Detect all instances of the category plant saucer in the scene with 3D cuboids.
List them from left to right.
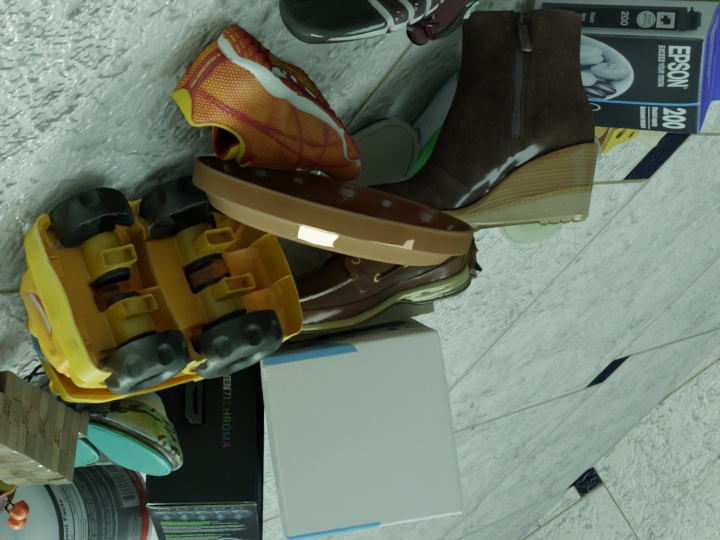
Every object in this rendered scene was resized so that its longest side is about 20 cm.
[{"bbox_3d":[-0.020,-0.040,0.923,0.199,0.198,0.033,0,107,-59],"label":"plant saucer"}]

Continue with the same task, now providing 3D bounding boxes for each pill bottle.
[{"bbox_3d":[-0.284,0.225,1.173,0.116,0.116,0.199,-46,158,21],"label":"pill bottle"}]

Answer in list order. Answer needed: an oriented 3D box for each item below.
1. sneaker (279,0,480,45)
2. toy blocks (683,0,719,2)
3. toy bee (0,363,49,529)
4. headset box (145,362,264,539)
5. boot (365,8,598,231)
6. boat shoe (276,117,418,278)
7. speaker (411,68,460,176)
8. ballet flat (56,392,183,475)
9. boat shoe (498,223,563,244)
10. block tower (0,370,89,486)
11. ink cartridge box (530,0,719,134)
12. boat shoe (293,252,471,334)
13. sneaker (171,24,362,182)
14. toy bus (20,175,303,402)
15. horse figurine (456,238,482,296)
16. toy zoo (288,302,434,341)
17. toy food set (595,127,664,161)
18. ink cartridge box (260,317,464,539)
[{"bbox_3d":[0.028,-0.179,0.905,0.199,0.076,0.116,-30,161,-23],"label":"sneaker"},{"bbox_3d":[0.324,-0.267,1.210,0.200,0.100,0.137,-43,171,16],"label":"toy blocks"},{"bbox_3d":[-0.300,0.151,1.000,0.199,0.109,0.131,-32,160,-13],"label":"toy bee"},{"bbox_3d":[-0.130,0.145,1.152,0.091,0.176,0.201,0,154,-3],"label":"headset box"},{"bbox_3d":[0.085,-0.116,1.050,0.197,0.169,0.072,-4,176,0],"label":"boot"},{"bbox_3d":[-0.029,-0.055,1.123,0.200,0.072,0.063,-49,-160,14],"label":"boat shoe"},{"bbox_3d":[0.065,-0.083,1.150,0.088,0.089,0.200,-8,145,-53],"label":"speaker"},{"bbox_3d":[-0.193,0.118,1.050,0.074,0.075,0.199,-18,-171,-42],"label":"ballet flat"},{"bbox_3d":[0.154,-0.089,1.310,0.074,0.067,0.199,-20,154,14],"label":"boat shoe"},{"bbox_3d":[-0.266,0.096,0.918,0.053,0.059,0.200,-9,153,23],"label":"block tower"},{"bbox_3d":[0.253,-0.175,1.161,0.197,0.044,0.198,3,164,14],"label":"ink cartridge box"},{"bbox_3d":[0.001,0.000,1.088,0.198,0.072,0.069,-16,111,-27],"label":"boat shoe"},{"bbox_3d":[-0.063,-0.104,0.927,0.077,0.073,0.200,-42,149,12],"label":"sneaker"},{"bbox_3d":[-0.174,0.034,0.967,0.199,0.137,0.191,-11,163,-48],"label":"toy bus"},{"bbox_3d":[0.084,-0.036,1.252,0.133,0.049,0.201,116,-6,-46],"label":"horse figurine"},{"bbox_3d":[-0.024,0.040,1.210,0.129,0.021,0.200,-11,-178,-14],"label":"toy zoo"},{"bbox_3d":[0.257,-0.136,1.397,0.199,0.061,0.144,-28,157,-24],"label":"toy food set"},{"bbox_3d":[-0.005,0.126,1.128,0.145,0.148,0.200,-8,-178,-4],"label":"ink cartridge box"}]
